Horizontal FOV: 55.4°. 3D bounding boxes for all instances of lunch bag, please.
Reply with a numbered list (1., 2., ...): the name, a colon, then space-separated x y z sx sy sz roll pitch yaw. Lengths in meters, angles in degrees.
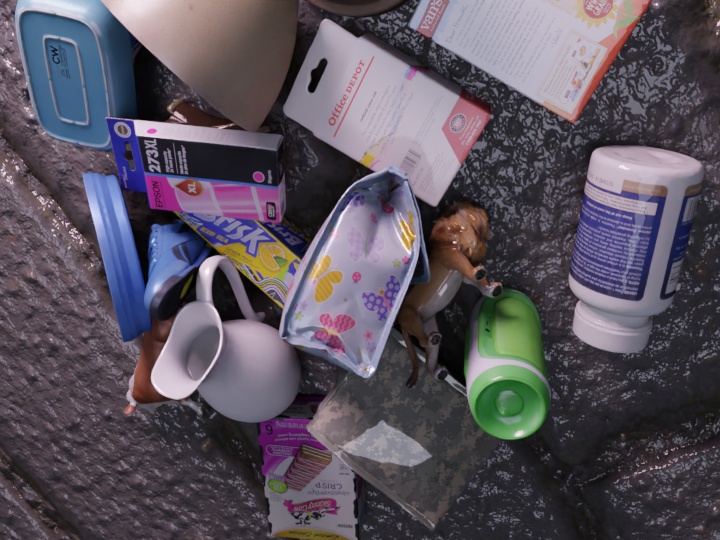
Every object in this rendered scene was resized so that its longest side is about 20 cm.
1. lunch bag: 0.053 0.179 0.834 0.199 0.118 0.165 39 90 -8
2. lunch bag: 0.000 0.000 0.726 0.125 0.170 0.203 23 82 -5

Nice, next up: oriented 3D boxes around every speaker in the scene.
1. speaker: 0.159 0.093 0.748 0.087 0.201 0.090 4 114 9

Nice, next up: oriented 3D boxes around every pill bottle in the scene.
1. pill bottle: 0.282 -0.022 0.725 0.109 0.111 0.203 7 113 9

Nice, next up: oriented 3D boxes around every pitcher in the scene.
1. pitcher: -0.148 0.090 0.836 0.119 0.200 0.175 4 72 27

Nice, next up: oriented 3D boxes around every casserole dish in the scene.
1. casserole dish: -0.305 -0.209 0.733 0.119 0.039 0.202 12 131 2

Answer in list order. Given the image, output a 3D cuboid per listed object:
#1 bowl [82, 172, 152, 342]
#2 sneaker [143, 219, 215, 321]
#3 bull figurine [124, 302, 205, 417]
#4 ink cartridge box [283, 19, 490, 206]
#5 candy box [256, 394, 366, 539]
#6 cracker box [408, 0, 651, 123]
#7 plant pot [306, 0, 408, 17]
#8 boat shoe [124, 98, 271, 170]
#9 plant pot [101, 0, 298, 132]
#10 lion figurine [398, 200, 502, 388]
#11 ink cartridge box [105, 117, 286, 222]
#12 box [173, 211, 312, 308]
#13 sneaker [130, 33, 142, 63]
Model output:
1. bowl: -0.289 -0.018 0.821 0.039 0.200 0.204 -14 112 -20
2. sneaker: -0.224 -0.008 0.794 0.078 0.201 0.066 28 112 -8
3. bull figurine: -0.257 0.130 0.934 0.119 0.065 0.203 16 116 1
4. ink cartridge box: 0.028 -0.175 0.744 0.198 0.068 0.117 31 115 -3
5. candy box: -0.065 0.275 0.950 0.134 0.061 0.203 1 112 12
6. cracker box: 0.164 -0.259 0.685 0.198 0.058 0.135 30 114 -1
7. plant pot: -0.018 -0.337 0.631 0.196 0.175 0.204 5 114 11
8. boat shoe: -0.203 -0.162 0.799 0.199 0.075 0.076 -10 104 17
9. plant pot: -0.138 -0.257 0.678 0.200 0.200 0.135 42 98 -6
10. lion figurine: 0.086 0.021 0.764 0.072 0.123 0.201 30 101 -38
11. ink cartridge box: -0.180 -0.110 0.750 0.196 0.037 0.096 8 131 5
12. box: -0.126 -0.040 0.835 0.200 0.064 0.070 42 114 -5
13. sneaker: -0.272 -0.277 0.751 0.078 0.089 0.201 42 114 10
